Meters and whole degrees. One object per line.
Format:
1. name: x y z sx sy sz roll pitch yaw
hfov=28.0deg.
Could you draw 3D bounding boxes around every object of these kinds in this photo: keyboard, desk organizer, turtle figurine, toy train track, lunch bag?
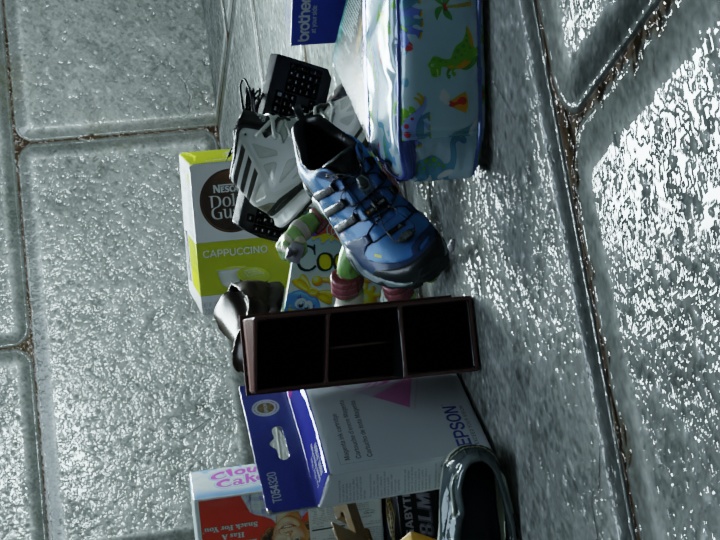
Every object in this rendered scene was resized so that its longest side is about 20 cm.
1. keyboard: -0.093 -0.136 1.591 0.040 0.103 0.202 -171 93 -68
2. desk organizer: -0.001 0.065 1.265 0.077 0.198 0.073 166 98 -78
3. turtle figurine: 0.000 0.000 1.359 0.201 0.143 0.195 -117 12 -47
4. toy train track: 0.005 0.316 1.423 0.115 0.032 0.201 37 -155 -50
5. lunch bag: 0.048 -0.178 1.192 0.161 0.081 0.202 -119 26 -72

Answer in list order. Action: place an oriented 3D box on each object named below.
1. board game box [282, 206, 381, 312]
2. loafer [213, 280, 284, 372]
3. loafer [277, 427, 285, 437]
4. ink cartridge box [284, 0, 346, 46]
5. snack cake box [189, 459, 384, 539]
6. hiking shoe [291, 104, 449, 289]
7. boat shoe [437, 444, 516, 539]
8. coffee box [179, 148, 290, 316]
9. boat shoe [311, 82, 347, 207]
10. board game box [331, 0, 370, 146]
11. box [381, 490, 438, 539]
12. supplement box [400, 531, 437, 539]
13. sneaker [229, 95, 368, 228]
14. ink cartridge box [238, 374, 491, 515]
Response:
1. board game box: -0.034 0.048 1.561 0.103 0.104 0.202 104 174 -62
2. loafer: -0.123 0.061 1.533 0.200 0.071 0.074 -91 12 -76
3. loafer: 0.003 0.169 1.456 0.072 0.198 0.063 -54 -40 -35
4. ink cartridge box: -0.028 -0.328 1.492 0.201 0.093 0.044 96 164 -46
5. snack cake box: -0.077 0.267 1.530 0.067 0.198 0.116 -121 26 -69
6. hiking shoe: -0.002 -0.058 1.214 0.200 0.074 0.087 43 168 41
7. boat shoe: 0.096 0.244 1.181 0.062 0.072 0.202 132 136 -82
8. coffee box: -0.131 -0.062 1.921 0.200 0.197 0.200 -142 47 -77
9. boat shoe: -0.025 -0.139 1.693 0.201 0.066 0.057 107 175 -53
10. board game box: 0.017 -0.222 1.404 0.201 0.028 0.136 -111 31 -54
11. box: 0.039 0.217 1.558 0.199 0.049 0.202 127 137 -74
12. supplement box: 0.058 0.353 1.285 0.110 0.085 0.201 -41 43 28
13. sneaker: -0.065 -0.145 1.511 0.201 0.115 0.076 -46 18 22
14. ink cartridge box: -0.001 0.131 1.299 0.197 0.198 0.044 -113 20 -58
